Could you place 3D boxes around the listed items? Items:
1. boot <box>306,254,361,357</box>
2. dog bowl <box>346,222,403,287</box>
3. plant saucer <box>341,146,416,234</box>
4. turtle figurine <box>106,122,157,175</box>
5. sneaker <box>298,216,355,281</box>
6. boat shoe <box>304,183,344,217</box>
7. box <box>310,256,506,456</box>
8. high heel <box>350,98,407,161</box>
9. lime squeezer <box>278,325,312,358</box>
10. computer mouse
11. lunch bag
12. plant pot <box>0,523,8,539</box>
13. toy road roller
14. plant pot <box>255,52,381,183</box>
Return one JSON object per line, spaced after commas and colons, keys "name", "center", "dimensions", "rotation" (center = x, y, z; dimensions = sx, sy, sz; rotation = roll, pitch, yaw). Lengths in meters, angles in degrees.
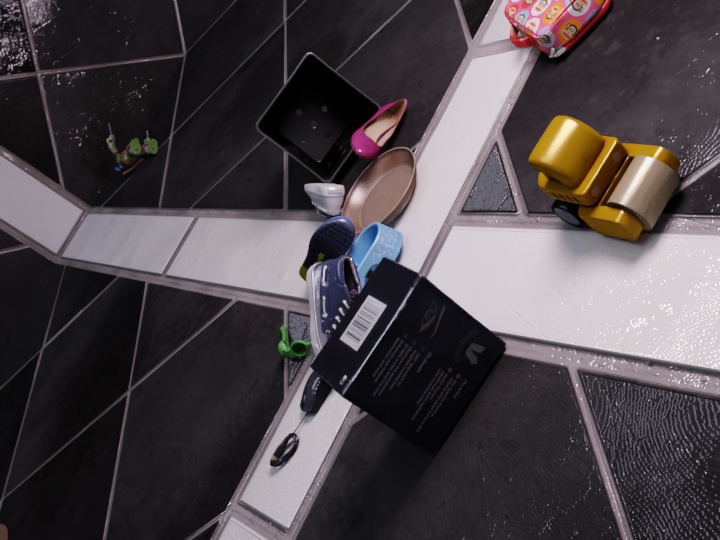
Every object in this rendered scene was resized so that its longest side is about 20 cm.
{"name": "boot", "center": [-0.037, 0.077, 1.619], "dimensions": [0.090, 0.072, 0.203], "rotation": [-19, 79, 44]}
{"name": "dog bowl", "center": [0.000, 0.000, 1.720], "dimensions": [0.201, 0.049, 0.111], "rotation": [-58, 22, -6]}
{"name": "plant saucer", "center": [0.044, -0.148, 1.839], "dimensions": [0.200, 0.037, 0.202], "rotation": [-36, 35, 30]}
{"name": "turtle figurine", "center": [-0.776, -0.437, 3.196], "dimensions": [0.193, 0.143, 0.202], "rotation": [-2, 61, 49]}
{"name": "sneaker", "center": [-0.058, -0.050, 1.802], "dimensions": [0.083, 0.074, 0.200], "rotation": [-56, 3, -39]}
{"name": "boat shoe", "center": [-0.072, -0.147, 1.973], "dimensions": [0.200, 0.071, 0.070], "rotation": [-160, 70, -69]}
{"name": "box", "center": [0.069, 0.123, 1.359], "dimensions": [0.198, 0.199, 0.117], "rotation": [-55, 31, -4]}
{"name": "high heel", "center": [0.039, -0.292, 1.916], "dimensions": [0.096, 0.067, 0.201], "rotation": [-46, 10, 29]}
{"name": "lime squeezer", "center": [-0.114, 0.138, 1.782], "dimensions": [0.070, 0.038, 0.199], "rotation": [-33, 17, -31]}
{"name": "computer mouse", "center": [-0.107, 0.251, 1.646], "dimensions": [0.058, 0.034, 0.201], "rotation": [13, 70, 57]}
{"name": "lunch bag", "center": [0.343, -0.471, 1.700], "dimensions": [0.176, 0.082, 0.201], "rotation": [-46, 31, 14]}
{"name": "plant pot", "center": [-0.998, 0.689, 2.323], "dimensions": [0.200, 0.174, 0.202], "rotation": [-36, 33, 28]}
{"name": "toy road roller", "center": [0.326, -0.137, 1.315], "dimensions": [0.124, 0.146, 0.199], "rotation": [-57, 30, -6]}
{"name": "plant pot", "center": [-0.099, -0.328, 2.071], "dimensions": [0.200, 0.199, 0.177], "rotation": [-54, 9, -1]}
